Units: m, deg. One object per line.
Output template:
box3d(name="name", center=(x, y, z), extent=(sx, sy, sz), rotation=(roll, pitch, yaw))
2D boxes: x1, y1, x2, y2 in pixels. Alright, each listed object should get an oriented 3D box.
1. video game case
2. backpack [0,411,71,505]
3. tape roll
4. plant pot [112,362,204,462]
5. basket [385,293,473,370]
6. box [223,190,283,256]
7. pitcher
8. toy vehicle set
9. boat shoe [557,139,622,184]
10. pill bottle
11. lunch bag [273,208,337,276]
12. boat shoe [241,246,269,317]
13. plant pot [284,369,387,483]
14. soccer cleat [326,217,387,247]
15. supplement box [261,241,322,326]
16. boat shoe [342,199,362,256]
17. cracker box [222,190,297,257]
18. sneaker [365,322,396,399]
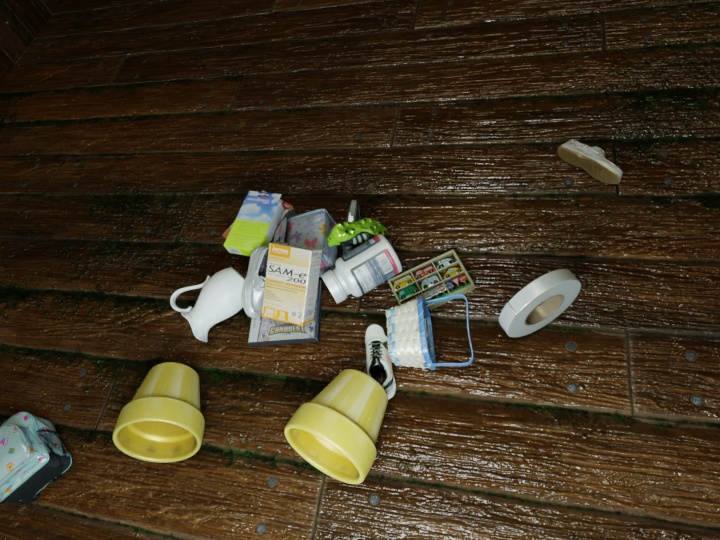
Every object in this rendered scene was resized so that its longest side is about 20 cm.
box3d(name="video game case", center=(-0.207, 0.117, 1.412), extent=(0.199, 0.026, 0.181), rotation=(-5, 58, 12))
box3d(name="backpack", center=(-0.875, 0.470, 1.305), extent=(0.176, 0.153, 0.200), rotation=(-43, 52, -6))
box3d(name="tape roll", center=(0.412, 0.078, 1.169), extent=(0.202, 0.203, 0.037), rotation=(-29, 57, -4))
box3d(name="plant pot", center=(-0.483, 0.341, 1.261), extent=(0.200, 0.201, 0.189), rotation=(-12, 43, 7))
box3d(name="basket", center=(0.166, 0.148, 1.226), extent=(0.199, 0.139, 0.177), rotation=(-9, 58, 19))
box3d(name="box", center=(-0.312, -0.139, 1.513), extent=(0.122, 0.048, 0.201), rotation=(9, 64, 19))
box3d(name="pitcher", center=(-0.421, 0.073, 1.431), extent=(0.172, 0.121, 0.200), rotation=(43, 83, 9))
box3d(name="toy vehicle set", center=(0.187, 0.038, 1.356), extent=(0.199, 0.027, 0.124), rotation=(-25, 57, -1))
box3d(name="boat shoe", center=(0.652, -0.314, 1.419), extent=(0.069, 0.071, 0.200), rotation=(-40, 57, -9))
box3d(name="pill bottle", center=(0.000, 0.000, 1.373), extent=(0.200, 0.120, 0.120), rotation=(-30, 57, -4))
box3d(name="lunch bag", center=(-0.173, -0.066, 1.457), extent=(0.199, 0.127, 0.170), rotation=(-12, 56, 24))
box3d(name="boat shoe", center=(-0.272, 0.029, 1.399), extent=(0.068, 0.072, 0.201), rotation=(-8, 65, 48))
box3d(name="plant pot", center=(-0.037, 0.336, 1.140), extent=(0.200, 0.201, 0.189), rotation=(18, 49, 23))
box3d(name="soccer cleat", center=(-0.009, -0.101, 1.408), extent=(0.081, 0.200, 0.068), rotation=(-43, 64, 40))
box3d(name="supplement box", center=(-0.181, 0.033, 1.338), extent=(0.126, 0.074, 0.201), rotation=(10, 98, 18))
box3d(name="boat shoe", center=(-0.016, -0.117, 1.487), extent=(0.056, 0.069, 0.201), rotation=(11, 59, -10))
box3d(name="cracker box", center=(-0.311, -0.141, 1.577), extent=(0.134, 0.058, 0.200), rotation=(28, 70, 27))
box3d(name="sneaker", center=(0.048, 0.214, 1.256), extent=(0.073, 0.080, 0.201), rotation=(-15, 56, 7))
